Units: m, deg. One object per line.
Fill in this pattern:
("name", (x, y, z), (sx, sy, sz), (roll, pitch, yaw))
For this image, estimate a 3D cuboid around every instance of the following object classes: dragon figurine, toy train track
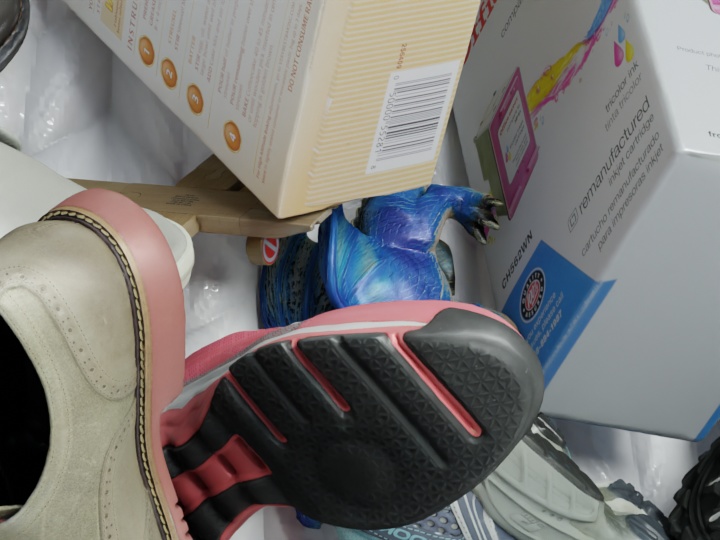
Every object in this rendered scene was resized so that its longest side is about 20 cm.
("dragon figurine", (0.000, 0.000, 0.896), (0.099, 0.059, 0.200), (7, 58, -25))
("toy train track", (-0.080, 0.006, 0.834), (0.115, 0.033, 0.200), (6, 26, 26))

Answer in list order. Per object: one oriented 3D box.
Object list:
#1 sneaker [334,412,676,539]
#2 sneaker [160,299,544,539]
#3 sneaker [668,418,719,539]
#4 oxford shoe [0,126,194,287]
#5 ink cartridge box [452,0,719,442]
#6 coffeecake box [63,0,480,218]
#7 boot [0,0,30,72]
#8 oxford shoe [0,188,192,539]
("sneaker", (0.071, 0.115, 0.860), (0.200, 0.086, 0.078), (42, 11, -22))
("sneaker", (-0.023, 0.039, 0.777), (0.074, 0.200, 0.087), (55, 38, -19))
("sneaker", (0.172, 0.079, 0.895), (0.079, 0.074, 0.200), (52, 24, -3))
("oxford shoe", (-0.150, -0.032, 0.777), (0.200, 0.058, 0.075), (17, 29, 0))
("ink cartridge box", (0.106, -0.059, 0.912), (0.085, 0.145, 0.200), (11, 44, -19))
("coffeecake box", (-0.042, -0.141, 0.861), (0.073, 0.154, 0.200), (-14, 43, -35))
("boot", (-0.182, -0.119, 0.800), (0.200, 0.174, 0.069), (-11, 66, -33))
("oxford shoe", (-0.097, 0.078, 0.728), (0.075, 0.070, 0.200), (-25, 118, -47))
